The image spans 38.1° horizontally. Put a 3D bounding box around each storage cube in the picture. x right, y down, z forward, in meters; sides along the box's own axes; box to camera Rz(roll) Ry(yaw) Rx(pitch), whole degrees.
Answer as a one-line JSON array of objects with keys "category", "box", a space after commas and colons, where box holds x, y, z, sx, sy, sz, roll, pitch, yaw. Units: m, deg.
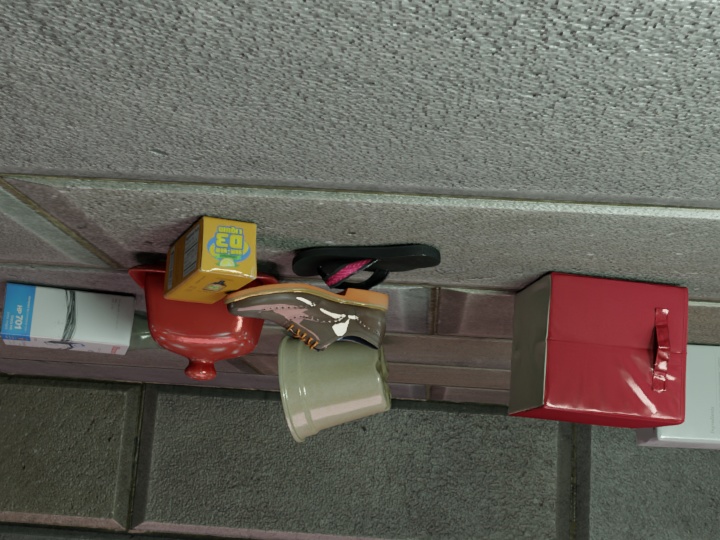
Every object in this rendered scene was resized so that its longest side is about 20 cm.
[{"category": "storage cube", "box": [0.301, 0.107, 1.342, 0.178, 0.173, 0.200, 6, 169, -5]}]

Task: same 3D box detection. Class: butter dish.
[{"category": "butter dish", "box": [-0.209, 0.074, 1.411, 0.198, 0.149, 0.200, 4, 168, 0]}]

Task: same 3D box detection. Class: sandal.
[{"category": "sandal", "box": [0.000, 0.000, 1.235, 0.199, 0.045, 0.075, -3, 167, 31]}]

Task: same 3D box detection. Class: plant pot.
[{"category": "plant pot", "box": [-0.041, 0.209, 1.960, 0.182, 0.202, 0.200, -9, 166, 7]}]

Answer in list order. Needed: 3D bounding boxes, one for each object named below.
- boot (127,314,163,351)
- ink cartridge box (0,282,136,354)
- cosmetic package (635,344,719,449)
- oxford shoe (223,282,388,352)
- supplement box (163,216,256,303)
[{"category": "boot", "box": [-0.343, 0.104, 1.831, 0.130, 0.068, 0.199, -8, 172, 34]}, {"category": "ink cartridge box", "box": [-0.471, 0.080, 1.684, 0.198, 0.087, 0.146, 8, 168, -14]}, {"category": "cosmetic package", "box": [0.592, 0.222, 1.805, 0.198, 0.168, 0.167, 3, 168, 2]}, {"category": "oxford shoe", "box": [-0.062, 0.056, 1.222, 0.198, 0.074, 0.071, 4, 169, -13]}, {"category": "supplement box", "box": [-0.176, -0.008, 1.210, 0.066, 0.069, 0.200, 7, 169, -21]}]
